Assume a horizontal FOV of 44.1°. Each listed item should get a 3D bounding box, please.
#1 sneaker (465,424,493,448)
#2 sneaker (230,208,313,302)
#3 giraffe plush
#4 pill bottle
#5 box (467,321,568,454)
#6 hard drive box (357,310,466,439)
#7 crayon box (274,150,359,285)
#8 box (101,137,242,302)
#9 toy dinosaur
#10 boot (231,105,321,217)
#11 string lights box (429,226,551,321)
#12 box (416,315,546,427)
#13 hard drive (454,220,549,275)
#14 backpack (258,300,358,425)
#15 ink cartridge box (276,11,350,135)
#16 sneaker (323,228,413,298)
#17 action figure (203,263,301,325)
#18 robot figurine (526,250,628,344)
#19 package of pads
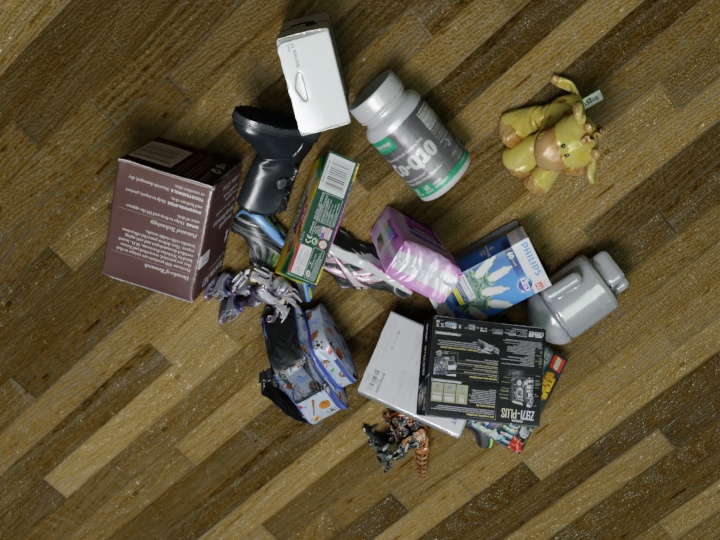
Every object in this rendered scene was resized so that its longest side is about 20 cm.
[{"bbox_3d":[0.180,0.259,1.678,0.083,0.077,0.201,-38,99,-8],"label":"sneaker"},{"bbox_3d":[-0.152,-0.025,1.565,0.082,0.071,0.200,-35,104,17],"label":"sneaker"},{"bbox_3d":[0.331,-0.209,1.448,0.172,0.163,0.200,41,106,-16],"label":"giraffe plush"},{"bbox_3d":[0.081,-0.222,1.463,0.113,0.113,0.200,-40,108,14],"label":"pill bottle"},{"bbox_3d":[0.282,0.218,1.646,0.136,0.040,0.202,30,83,-14],"label":"box"},{"bbox_3d":[0.115,0.187,1.585,0.197,0.077,0.158,23,80,10],"label":"hard drive box"},{"bbox_3d":[-0.075,-0.082,1.449,0.057,0.172,0.203,20,86,-13],"label":"crayon box"},{"bbox_3d":[-0.308,-0.088,1.465,0.161,0.166,0.203,16,112,3],"label":"box"},{"bbox_3d":[0.084,0.316,1.699,0.134,0.102,0.203,-25,90,-9],"label":"toy dinosaur"},{"bbox_3d":[-0.159,-0.170,1.448,0.076,0.199,0.170,36,109,27],"label":"boot"},{"bbox_3d":[0.219,0.020,1.548,0.198,0.059,0.104,-28,110,11],"label":"string lights box"},{"bbox_3d":[0.202,0.171,1.495,0.196,0.086,0.167,6,81,-6],"label":"box"},{"bbox_3d":[0.231,0.016,1.602,0.198,0.042,0.136,-33,109,11],"label":"hard drive"},{"bbox_3d":[-0.089,0.168,1.589,0.151,0.201,0.192,-18,125,7],"label":"backpack"},{"bbox_3d":[-0.070,-0.308,1.375,0.081,0.201,0.149,-13,113,4],"label":"ink cartridge box"},{"bbox_3d":[0.000,0.000,1.582,0.198,0.081,0.087,29,121,-4],"label":"sneaker"},{"bbox_3d":[-0.186,0.043,1.538,0.198,0.070,0.130,-8,133,44],"label":"action figure"},{"bbox_3d":[0.377,0.053,1.581,0.199,0.114,0.169,-38,143,11],"label":"robot figurine"},{"bbox_3d":[0.091,-0.029,1.496,0.119,0.200,0.076,29,104,-17],"label":"package of pads"}]
